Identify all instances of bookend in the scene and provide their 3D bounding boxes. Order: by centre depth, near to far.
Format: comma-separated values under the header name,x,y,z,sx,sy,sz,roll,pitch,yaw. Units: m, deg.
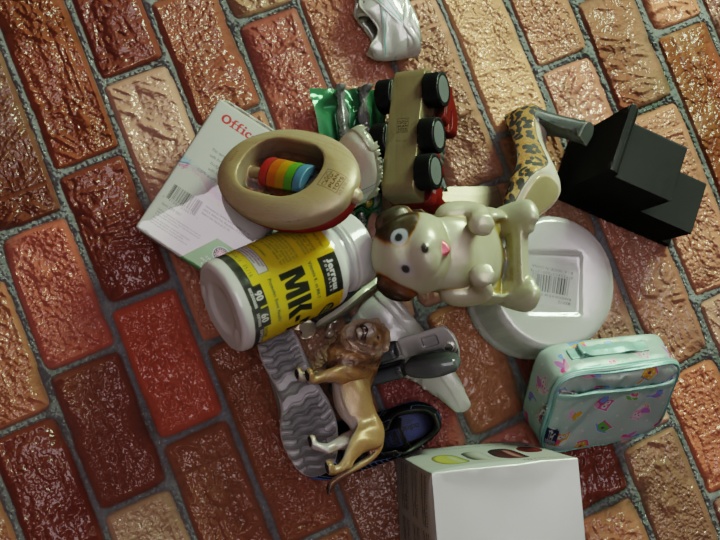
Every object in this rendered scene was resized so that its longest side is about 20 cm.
name,x,y,z,sx,sy,sz,roll,pitch,yaw
bookend,0.395,-0.122,1.194,0.196,0.200,0.093,22,82,-6

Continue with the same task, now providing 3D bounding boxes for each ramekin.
name,x,y,z,sx,sy,sz,roll,pitch,yaw
ramekin,0.250,0.021,1.208,0.197,0.098,0.204,1,84,-10

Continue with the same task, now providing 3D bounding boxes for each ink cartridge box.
name,x,y,z,sx,sy,sz,roll,pitch,yaw
ink cartridge box,-0.172,-0.095,1.136,0.144,0.088,0.202,32,83,-1

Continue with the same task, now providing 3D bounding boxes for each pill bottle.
name,x,y,z,sx,sy,sz,roll,pitch,yaw
pill bottle,-0.084,0.007,1.064,0.198,0.114,0.116,-25,89,-28

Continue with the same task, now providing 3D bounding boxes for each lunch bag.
name,x,y,z,sx,sy,sz,roll,pitch,yaw
lunch bag,0.320,0.162,1.174,0.197,0.162,0.078,-7,43,-14

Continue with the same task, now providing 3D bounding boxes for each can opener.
name,x,y,z,sx,sy,sz,roll,pitch,yaw
can opener,0.037,0.121,1.135,0.198,0.066,0.053,-17,99,26

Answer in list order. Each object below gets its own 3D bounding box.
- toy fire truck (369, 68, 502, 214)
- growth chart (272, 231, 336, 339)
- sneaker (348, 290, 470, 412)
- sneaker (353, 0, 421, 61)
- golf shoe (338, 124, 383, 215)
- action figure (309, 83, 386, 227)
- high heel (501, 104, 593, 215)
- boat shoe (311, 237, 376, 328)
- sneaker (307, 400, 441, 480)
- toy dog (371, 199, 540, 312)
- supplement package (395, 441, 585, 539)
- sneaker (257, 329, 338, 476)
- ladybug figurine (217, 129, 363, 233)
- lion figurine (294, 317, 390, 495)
name,x,y,z,sx,sy,sz,roll,pitch,yaw
toy fire truck,0.110,-0.157,1.201,0.127,0.200,0.179,-2,72,27
growth chart,-0.115,0.007,1.186,0.197,0.018,0.147,17,83,-8
sneaker,0.065,0.123,1.189,0.088,0.075,0.201,-39,86,2
sneaker,0.026,-0.390,1.221,0.079,0.070,0.203,-13,88,-8
golf shoe,-0.039,-0.098,1.113,0.096,0.201,0.079,-25,68,-36
action figure,-0.005,-0.153,1.204,0.116,0.055,0.204,-4,90,-13
high heel,0.212,-0.142,1.206,0.201,0.142,0.072,-51,133,-14
boat shoe,0.000,0.000,1.181,0.068,0.072,0.200,45,73,4
sneaker,0.014,0.224,1.157,0.198,0.078,0.071,-22,90,-11
toy dog,0.103,-0.026,1.080,0.198,0.192,0.142,1,97,-42
supplement package,0.158,0.307,1.114,0.188,0.200,0.150,-3,85,-10
sneaker,-0.075,0.165,1.138,0.074,0.082,0.203,-15,88,0
ladybug figurine,-0.079,-0.099,1.037,0.198,0.072,0.137,19,63,32
lion figurine,-0.008,0.163,1.078,0.121,0.072,0.203,-6,84,-25
